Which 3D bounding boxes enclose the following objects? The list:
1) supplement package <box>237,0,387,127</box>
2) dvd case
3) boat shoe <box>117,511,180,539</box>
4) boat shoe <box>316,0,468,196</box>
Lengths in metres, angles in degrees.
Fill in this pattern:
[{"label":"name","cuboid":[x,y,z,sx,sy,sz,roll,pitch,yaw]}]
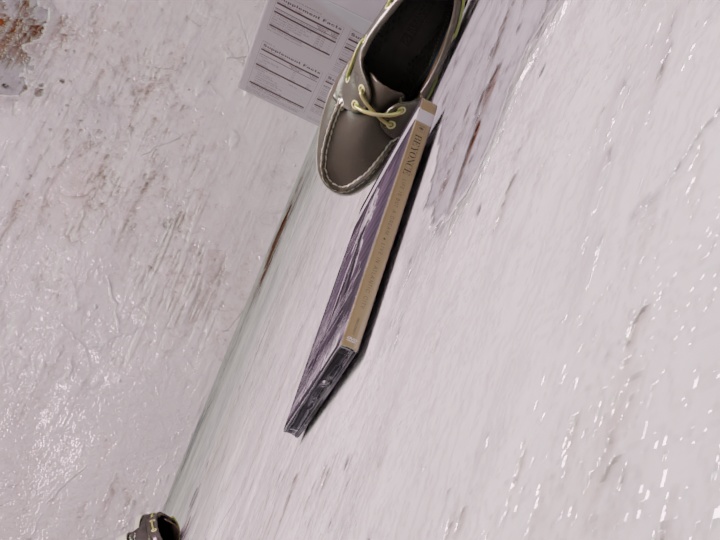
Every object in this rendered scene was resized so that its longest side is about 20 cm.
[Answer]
[{"label":"supplement package","cuboid":[-0.005,-0.241,1.100,0.200,0.149,0.153,129,164,-66]},{"label":"dvd case","cuboid":[0.000,0.000,0.826,0.149,0.016,0.202,121,169,-57]},{"label":"boat shoe","cuboid":[-0.271,0.361,1.615,0.201,0.060,0.072,42,-152,-88]},{"label":"boat shoe","cuboid":[0.020,-0.146,0.922,0.203,0.072,0.060,-61,3,14]}]
